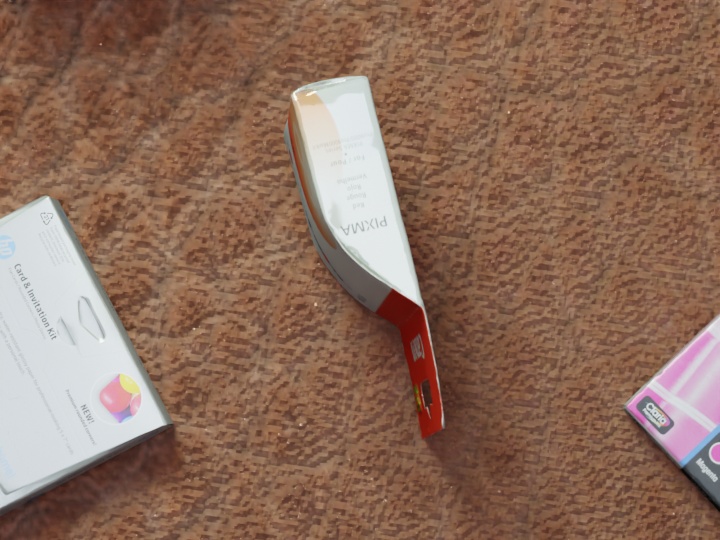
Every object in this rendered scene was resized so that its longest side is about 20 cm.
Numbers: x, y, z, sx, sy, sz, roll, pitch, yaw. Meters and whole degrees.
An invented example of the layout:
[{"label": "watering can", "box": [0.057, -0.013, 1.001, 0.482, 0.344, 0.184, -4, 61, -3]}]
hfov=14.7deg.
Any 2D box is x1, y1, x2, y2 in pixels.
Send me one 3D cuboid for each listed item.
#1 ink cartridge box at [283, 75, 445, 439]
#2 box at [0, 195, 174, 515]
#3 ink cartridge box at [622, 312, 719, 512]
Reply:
[{"label": "ink cartridge box", "box": [0.000, 0.000, 1.588, 0.050, 0.162, 0.200, -11, 85, -4]}, {"label": "box", "box": [-0.235, 0.069, 1.658, 0.200, 0.041, 0.156, -28, 86, 2]}, {"label": "ink cartridge box", "box": [0.257, 0.046, 1.636, 0.200, 0.037, 0.095, -44, 86, -2]}]
